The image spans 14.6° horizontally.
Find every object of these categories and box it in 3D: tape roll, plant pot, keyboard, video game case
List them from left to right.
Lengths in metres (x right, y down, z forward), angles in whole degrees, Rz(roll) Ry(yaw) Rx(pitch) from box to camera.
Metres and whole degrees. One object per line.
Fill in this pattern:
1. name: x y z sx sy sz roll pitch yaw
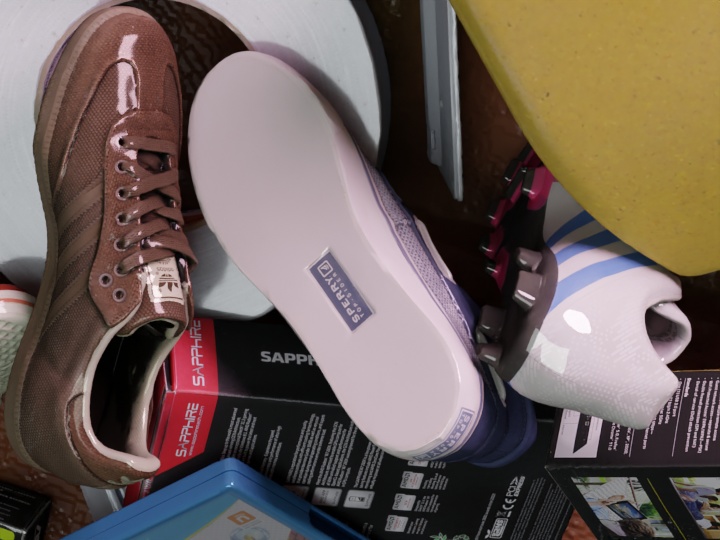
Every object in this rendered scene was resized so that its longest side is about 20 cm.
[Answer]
1. tape roll: -0.087 -0.072 1.247 0.200 0.066 0.201 1 98 4
2. video game case: -0.048 0.156 1.285 0.143 0.018 0.200 -27 138 29
3. keyboard: 0.035 -0.133 1.228 0.011 0.056 0.200 -7 110 -11
4. plant pot: 0.154 -0.116 1.142 0.194 0.196 0.200 -16 116 17

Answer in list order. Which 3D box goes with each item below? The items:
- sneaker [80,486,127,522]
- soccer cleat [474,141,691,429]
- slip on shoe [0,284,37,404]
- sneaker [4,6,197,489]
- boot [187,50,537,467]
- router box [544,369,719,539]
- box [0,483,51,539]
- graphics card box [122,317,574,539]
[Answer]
1. sneaker: -0.091 0.090 1.325 0.071 0.073 0.200 -24 103 22
2. soccer cleat: 0.098 0.001 1.191 0.086 0.200 0.070 26 122 -9
3. slip on shoe: -0.185 0.030 1.273 0.074 0.200 0.061 -13 84 -16
4. sneaker: -0.093 -0.007 1.173 0.075 0.070 0.201 15 100 42
5. boot: 0.000 0.000 1.189 0.073 0.090 0.200 -35 67 16
6. router box: 0.185 0.114 1.216 0.149 0.051 0.200 -2 146 27
7. box: -0.271 0.174 1.409 0.200 0.048 0.194 17 110 7
8. graphics card box: 0.000 0.085 1.260 0.199 0.051 0.126 5 134 -11
